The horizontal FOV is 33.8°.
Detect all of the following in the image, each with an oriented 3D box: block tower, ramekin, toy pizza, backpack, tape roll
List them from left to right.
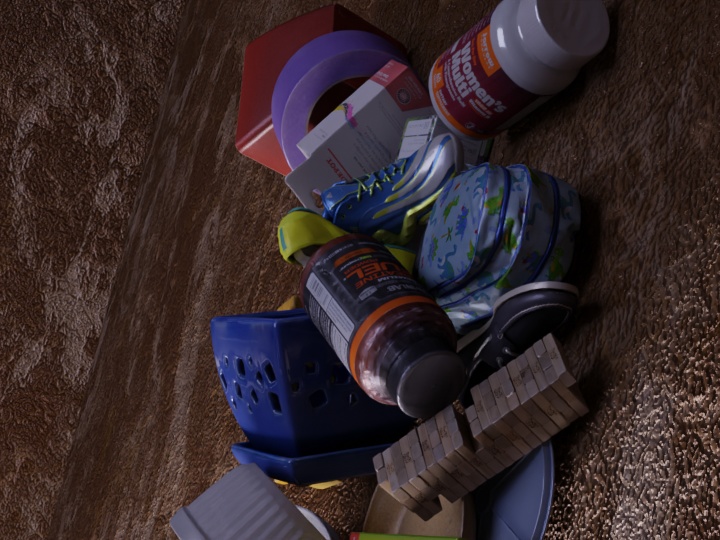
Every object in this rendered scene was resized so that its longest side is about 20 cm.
[{"bbox_3d":[-0.092,0.291,1.217,0.105,0.201,0.200,-44,20,-10],"label":"ramekin"},{"bbox_3d":[-0.011,-0.196,1.510,0.202,0.197,0.085,-64,24,19],"label":"tape roll"},{"bbox_3d":[0.108,0.142,1.042,0.199,0.058,0.054,-38,33,15],"label":"block tower"},{"bbox_3d":[0.130,-0.026,1.148,0.199,0.153,0.165,-5,61,54],"label":"backpack"},{"bbox_3d":[0.125,0.214,1.094,0.200,0.031,0.202,-48,32,44],"label":"toy pizza"}]

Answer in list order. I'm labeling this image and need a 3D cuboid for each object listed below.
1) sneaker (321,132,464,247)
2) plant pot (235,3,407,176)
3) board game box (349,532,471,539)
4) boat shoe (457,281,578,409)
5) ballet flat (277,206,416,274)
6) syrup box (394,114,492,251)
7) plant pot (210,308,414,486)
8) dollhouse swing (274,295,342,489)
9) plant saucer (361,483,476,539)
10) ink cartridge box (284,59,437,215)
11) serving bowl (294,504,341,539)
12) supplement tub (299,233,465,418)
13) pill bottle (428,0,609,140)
[{"bbox_3d":[0.023,-0.075,1.267,0.201,0.104,0.076,-52,41,26],"label":"sneaker"},{"bbox_3d":[-0.038,-0.247,1.650,0.176,0.198,0.202,-35,41,40],"label":"plant pot"},{"bbox_3d":[0.045,0.285,1.032,0.199,0.047,0.103,-22,54,62],"label":"board game box"},{"bbox_3d":[0.144,0.074,1.108,0.200,0.072,0.064,132,145,-54],"label":"boat shoe"},{"bbox_3d":[0.000,0.000,1.249,0.067,0.198,0.068,-48,28,38],"label":"ballet flat"},{"bbox_3d":[0.076,-0.069,1.361,0.079,0.080,0.203,8,82,66],"label":"syrup box"},{"bbox_3d":[-0.041,0.133,1.316,0.199,0.197,0.183,-6,88,61],"label":"plant pot"},{"bbox_3d":[-0.101,0.165,1.518,0.174,0.181,0.203,-13,60,42],"label":"dollhouse swing"},{"bbox_3d":[0.058,0.260,1.127,0.200,0.035,0.203,-49,32,45],"label":"plant saucer"},{"bbox_3d":[0.005,-0.143,1.434,0.199,0.117,0.067,-41,25,-3],"label":"ink cartridge box"},{"bbox_3d":[-0.078,0.380,1.380,0.198,0.065,0.203,-21,57,36],"label":"serving bowl"},{"bbox_3d":[0.024,0.054,1.119,0.200,0.106,0.108,48,119,50],"label":"supplement tub"},{"bbox_3d":[0.162,-0.220,1.230,0.200,0.108,0.111,-33,44,59],"label":"pill bottle"}]
